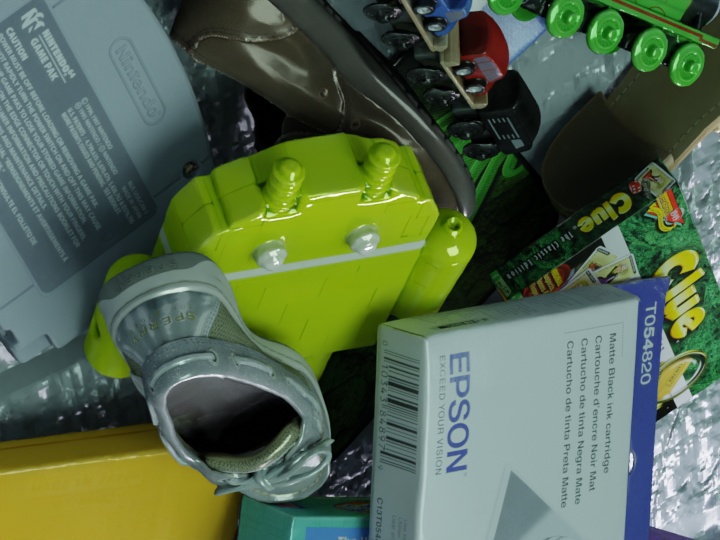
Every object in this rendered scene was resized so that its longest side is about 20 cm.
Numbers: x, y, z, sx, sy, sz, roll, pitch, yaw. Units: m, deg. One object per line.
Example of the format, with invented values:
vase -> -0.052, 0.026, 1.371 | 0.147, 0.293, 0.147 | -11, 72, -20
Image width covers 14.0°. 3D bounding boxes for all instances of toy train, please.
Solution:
toy train -> 0.102, -0.138, 1.398 | 0.200, 0.042, 0.057 | 16, 100, -42
toy train -> 0.046, -0.099, 1.355 | 0.200, 0.046, 0.034 | 48, 40, -63

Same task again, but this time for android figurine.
android figurine -> -0.035, 0.001, 1.342 | 0.181, 0.041, 0.200 | -8, 152, -24

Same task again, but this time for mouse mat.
mouse mat -> 0.000, 0.000, 1.459 | 0.200, 0.008, 0.161 | -47, 134, -3

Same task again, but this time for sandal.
sandal -> 0.184, -0.093, 1.504 | 0.212, 0.078, 0.070 | -40, 153, -1

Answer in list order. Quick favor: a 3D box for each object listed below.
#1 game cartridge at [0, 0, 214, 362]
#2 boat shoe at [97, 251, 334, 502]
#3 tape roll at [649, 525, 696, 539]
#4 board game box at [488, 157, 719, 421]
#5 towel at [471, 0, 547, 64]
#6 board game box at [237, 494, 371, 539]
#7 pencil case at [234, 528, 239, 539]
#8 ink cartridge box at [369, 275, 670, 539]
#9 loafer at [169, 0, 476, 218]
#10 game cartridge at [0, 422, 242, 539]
game cartridge -> -0.140, -0.065, 1.297 | 0.133, 0.040, 0.200 | -34, 132, -10
boat shoe -> -0.059, 0.063, 1.312 | 0.074, 0.065, 0.202 | -21, 149, 4
tape roll -> 0.138, 0.236, 1.574 | 0.066, 0.200, 0.201 | 20, 104, -42
board game box -> 0.137, 0.025, 1.522 | 0.105, 0.023, 0.200 | -37, 147, -3
towel -> 0.061, -0.190, 1.372 | 0.147, 0.024, 0.200 | -43, 134, -4
board game box -> -0.003, 0.212, 1.442 | 0.152, 0.045, 0.201 | 3, 98, -39
pencil case -> 0.011, 0.182, 1.527 | 0.200, 0.087, 0.088 | 12, 109, -40
ink cartridge box -> 0.089, 0.111, 1.436 | 0.200, 0.041, 0.200 | -10, 108, -41
loafer -> -0.021, -0.079, 1.356 | 0.071, 0.073, 0.200 | -41, 126, 6
game cartridge -> -0.149, 0.164, 1.419 | 0.176, 0.032, 0.201 | -6, 124, -29
